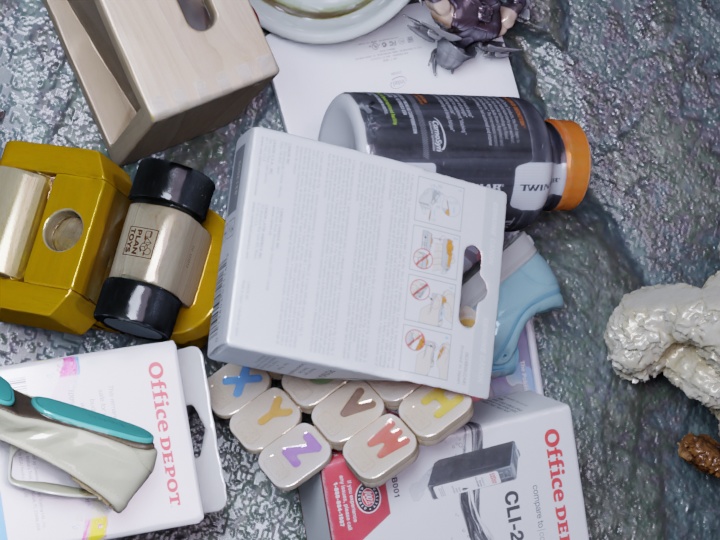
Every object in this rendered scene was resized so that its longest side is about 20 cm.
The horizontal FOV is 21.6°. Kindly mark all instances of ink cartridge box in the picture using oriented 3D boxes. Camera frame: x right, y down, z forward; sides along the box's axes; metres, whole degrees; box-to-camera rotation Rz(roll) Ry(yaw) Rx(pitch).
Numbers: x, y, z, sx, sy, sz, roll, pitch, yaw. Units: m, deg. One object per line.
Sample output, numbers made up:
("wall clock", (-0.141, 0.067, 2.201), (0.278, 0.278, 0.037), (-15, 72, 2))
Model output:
("ink cartridge box", (0.000, 0.000, 1.330), (0.199, 0.047, 0.161), (13, 71, -20))
("ink cartridge box", (-0.202, 0.128, 1.323), (0.199, 0.125, 0.129), (-7, 83, -18))
("ink cartridge box", (0.063, 0.182, 1.403), (0.199, 0.084, 0.145), (-12, 98, -17))

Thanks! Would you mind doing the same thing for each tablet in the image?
("tablet", (0.029, -0.144, 1.499), (0.199, 0.014, 0.131), (-14, 86, -19))

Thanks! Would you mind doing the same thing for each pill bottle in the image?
("pill bottle", (0.075, -0.082, 1.446), (0.199, 0.106, 0.107), (-1, 81, -21))

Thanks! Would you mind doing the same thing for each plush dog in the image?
("plush dog", (0.319, 0.074, 1.500), (0.200, 0.160, 0.172), (-34, 118, -18))

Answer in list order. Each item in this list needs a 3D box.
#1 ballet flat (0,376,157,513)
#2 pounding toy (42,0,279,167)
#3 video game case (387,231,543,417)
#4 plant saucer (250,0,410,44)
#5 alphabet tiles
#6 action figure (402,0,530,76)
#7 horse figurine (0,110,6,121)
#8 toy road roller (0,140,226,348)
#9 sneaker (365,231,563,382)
("ballet flat", (-0.229, 0.102, 1.223), (0.199, 0.069, 0.070), (25, 75, -12))
("pounding toy", (-0.138, -0.208, 1.366), (0.142, 0.184, 0.201), (-23, 88, -19))
("video game case", (0.052, 0.067, 1.467), (0.181, 0.023, 0.201), (-6, 83, -18))
("plant saucer", (-0.026, -0.276, 1.446), (0.199, 0.050, 0.201), (5, 105, 21))
("alphabet tiles", (-0.011, 0.065, 1.369), (0.195, 0.015, 0.200), (-34, 53, -13))
("action figure", (0.097, -0.244, 1.473), (0.130, 0.069, 0.201), (2, 115, -51))
("horse figurine", (-0.317, -0.032, 1.324), (0.050, 0.133, 0.201), (22, 94, -2))
("toy road roller", (-0.180, -0.006, 1.372), (0.199, 0.146, 0.123), (9, 75, 22))
("sneaker", (0.079, 0.058, 1.427), (0.200, 0.074, 0.082), (-40, 93, -17))
